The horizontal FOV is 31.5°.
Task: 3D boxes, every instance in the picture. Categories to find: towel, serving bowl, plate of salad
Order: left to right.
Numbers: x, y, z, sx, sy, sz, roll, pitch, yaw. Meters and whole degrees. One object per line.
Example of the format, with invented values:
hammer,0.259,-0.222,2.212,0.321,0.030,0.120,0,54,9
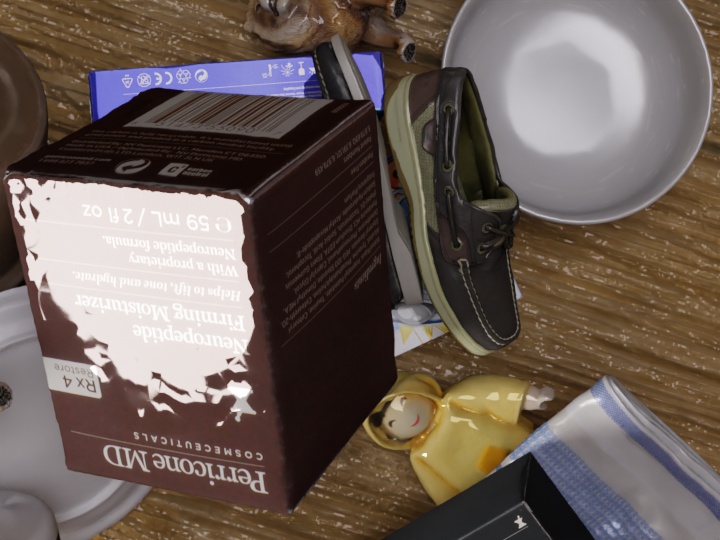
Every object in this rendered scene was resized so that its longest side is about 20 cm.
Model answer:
plate of salad,-0.220,0.101,0.873,0.199,0.048,0.201,-10,113,-24
serving bowl,0.152,-0.130,0.935,0.199,0.066,0.201,0,86,-5
towel,0.149,0.179,0.872,0.147,0.024,0.200,43,109,-9

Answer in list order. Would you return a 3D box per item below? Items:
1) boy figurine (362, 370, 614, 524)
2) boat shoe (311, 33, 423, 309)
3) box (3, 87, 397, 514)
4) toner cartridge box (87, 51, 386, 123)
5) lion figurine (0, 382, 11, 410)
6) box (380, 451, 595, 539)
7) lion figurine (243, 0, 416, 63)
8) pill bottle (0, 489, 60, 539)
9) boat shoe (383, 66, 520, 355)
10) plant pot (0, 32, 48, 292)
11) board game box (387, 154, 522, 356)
boy figurine,0.088,0.124,0.904,0.199,0.064,0.125,33,109,-7
boat shoe,-0.007,-0.058,0.847,0.060,0.074,0.201,-14,124,6
box,-0.087,0.009,0.777,0.165,0.164,0.201,6,117,24
toner cartridge box,-0.085,-0.118,0.897,0.199,0.095,0.043,-5,87,-5
lion figurine,-0.290,0.058,0.760,0.122,0.072,0.201,-18,101,34
box,0.070,0.237,0.852,0.200,0.079,0.141,-34,101,19
lion figurine,0.015,-0.221,0.927,0.122,0.073,0.200,27,63,39
pill bottle,-0.234,0.255,0.823,0.114,0.114,0.201,-9,110,-6
boat shoe,0.074,-0.040,0.864,0.072,0.066,0.202,-27,101,-50
plant pot,-0.276,-0.072,0.801,0.199,0.174,0.201,10,68,-26
board game box,0.000,0.000,0.927,0.199,0.034,0.136,-25,89,-7
